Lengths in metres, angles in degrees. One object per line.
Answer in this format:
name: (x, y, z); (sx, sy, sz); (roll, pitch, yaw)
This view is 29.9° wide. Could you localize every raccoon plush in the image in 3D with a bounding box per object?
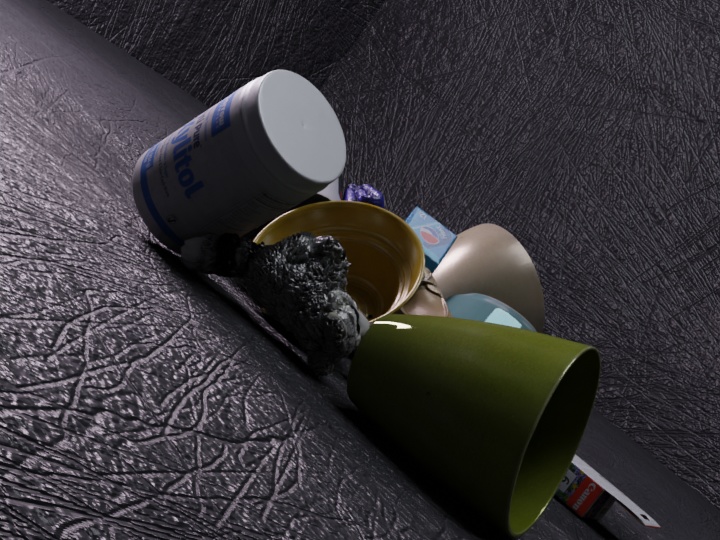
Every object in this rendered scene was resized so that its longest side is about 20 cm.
raccoon plush: (-0.087, 0.039, 1.351); (0.199, 0.097, 0.134); (-1, 39, 3)

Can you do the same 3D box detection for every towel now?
towel: (0.000, 0.000, 1.624); (0.049, 0.201, 0.148); (-3, 8, -8)

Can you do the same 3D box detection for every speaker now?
speaker: (-0.062, -0.101, 1.640); (0.081, 0.081, 0.200); (35, 22, -18)

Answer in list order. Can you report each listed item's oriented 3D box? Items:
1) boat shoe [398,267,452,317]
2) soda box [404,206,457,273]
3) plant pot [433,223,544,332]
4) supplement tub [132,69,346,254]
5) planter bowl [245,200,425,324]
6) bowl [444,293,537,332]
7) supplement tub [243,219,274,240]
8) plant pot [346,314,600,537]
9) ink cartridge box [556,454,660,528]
boat shoe: (0.060, 0.030, 1.601); (0.071, 0.065, 0.200); (-10, 21, -15)
soda box: (0.045, 0.010, 1.759); (0.068, 0.200, 0.064); (36, 47, 1)
plant pot: (0.145, 0.047, 1.896); (0.134, 0.201, 0.200); (-17, 38, -29)
supplement tub: (-0.128, -0.107, 1.391); (0.132, 0.200, 0.132); (30, 46, -37)
planter bowl: (-0.027, 0.020, 1.500); (0.200, 0.200, 0.084); (40, -30, 35)
bowl: (0.149, 0.103, 1.669); (0.200, 0.105, 0.201); (29, -21, 13)
supplement tub: (-0.170, -0.091, 1.654); (0.107, 0.107, 0.200); (35, 5, -20)
plant pot: (0.094, 0.122, 1.262); (0.200, 0.188, 0.187); (22, -1, 23)
ink cartridge box: (0.282, 0.278, 1.717); (0.200, 0.050, 0.109); (40, 5, 25)
